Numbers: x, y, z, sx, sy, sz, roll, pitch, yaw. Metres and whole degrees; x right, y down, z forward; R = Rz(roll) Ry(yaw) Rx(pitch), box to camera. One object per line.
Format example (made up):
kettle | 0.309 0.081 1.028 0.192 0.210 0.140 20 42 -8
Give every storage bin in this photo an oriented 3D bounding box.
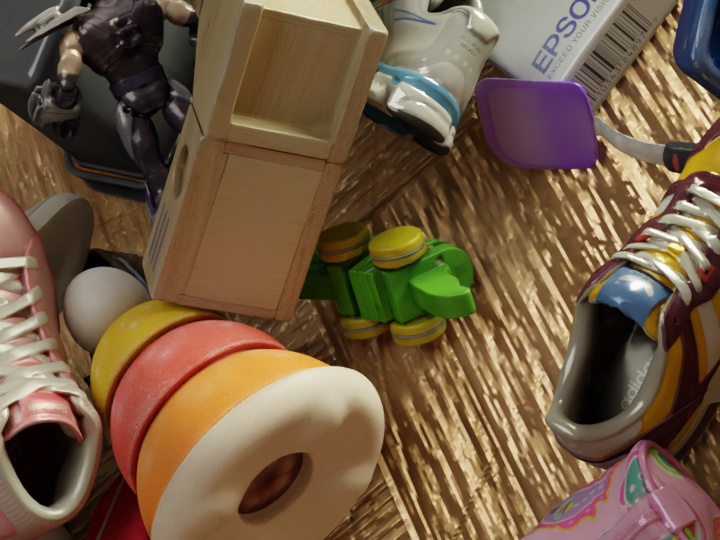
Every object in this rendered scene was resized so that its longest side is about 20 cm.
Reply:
storage bin | -0.148 -0.160 1.358 0.145 0.134 0.200 14 79 45

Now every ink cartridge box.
ink cartridge box | 0.117 -0.208 1.215 0.200 0.041 0.200 -54 44 6

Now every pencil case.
pencil case | 0.084 0.166 1.015 0.200 0.087 0.088 -38 48 18

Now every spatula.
spatula | 0.147 -0.063 1.112 0.200 0.057 0.021 15 42 38

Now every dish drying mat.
dish drying mat | -0.135 0.190 1.151 0.077 0.018 0.200 -48 26 37

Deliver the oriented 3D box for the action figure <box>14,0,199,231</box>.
action figure | -0.124 -0.096 1.273 0.130 0.069 0.200 -26 87 -8

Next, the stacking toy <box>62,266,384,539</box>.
stacking toy | -0.097 0.061 1.162 0.146 0.146 0.200 -51 58 8

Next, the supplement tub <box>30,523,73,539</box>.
supplement tub | -0.244 0.153 1.273 0.140 0.140 0.200 -43 46 16

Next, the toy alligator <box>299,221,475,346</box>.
toy alligator | 0.000 0.000 1.205 0.200 0.059 0.054 6 30 46

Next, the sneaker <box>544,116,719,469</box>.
sneaker | 0.154 0.003 1.023 0.075 0.090 0.200 24 91 33

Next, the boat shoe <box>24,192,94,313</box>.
boat shoe | -0.229 0.029 1.245 0.068 0.072 0.200 22 67 23

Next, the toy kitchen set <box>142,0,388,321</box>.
toy kitchen set | -0.107 -0.110 1.183 0.200 0.163 0.181 -114 38 -58

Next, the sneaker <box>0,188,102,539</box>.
sneaker | -0.182 0.046 1.155 0.105 0.075 0.201 -14 83 63

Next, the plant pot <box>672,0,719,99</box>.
plant pot | 0.260 -0.134 0.946 0.180 0.200 0.200 -2 67 49

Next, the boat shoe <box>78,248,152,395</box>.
boat shoe | -0.125 0.067 1.261 0.072 0.072 0.200 -44 46 16

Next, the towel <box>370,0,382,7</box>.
towel | 0.067 -0.234 1.204 0.152 0.023 0.200 -33 23 49

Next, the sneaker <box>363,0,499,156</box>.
sneaker | 0.029 -0.121 1.201 0.087 0.075 0.200 -55 22 -1
